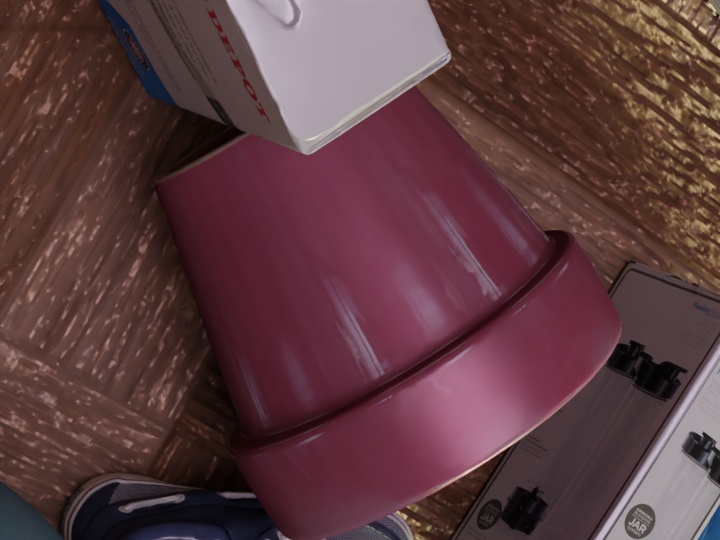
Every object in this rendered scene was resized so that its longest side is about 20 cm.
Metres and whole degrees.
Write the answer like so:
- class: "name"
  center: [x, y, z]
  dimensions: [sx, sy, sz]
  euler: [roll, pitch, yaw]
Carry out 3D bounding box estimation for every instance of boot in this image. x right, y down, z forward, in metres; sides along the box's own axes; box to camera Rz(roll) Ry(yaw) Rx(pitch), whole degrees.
- class: "boot"
  center: [-0.048, 0.150, 0.997]
  dimensions: [0.198, 0.090, 0.073]
  euler: [7, 98, -27]

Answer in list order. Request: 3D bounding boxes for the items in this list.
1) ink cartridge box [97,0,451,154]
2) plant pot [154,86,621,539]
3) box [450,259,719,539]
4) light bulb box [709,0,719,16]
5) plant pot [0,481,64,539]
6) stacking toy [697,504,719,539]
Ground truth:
- class: "ink cartridge box"
  center: [-0.061, -0.144, 0.864]
  dimensions: [0.084, 0.200, 0.145]
  euler: [-33, 114, -15]
- class: "plant pot"
  center: [0.000, 0.000, 0.943]
  dimensions: [0.199, 0.200, 0.180]
  euler: [-33, 98, -16]
- class: "box"
  center: [0.143, 0.102, 1.066]
  dimensions: [0.060, 0.116, 0.201]
  euler: [35, 84, -28]
- class: "light bulb box"
  center: [0.272, -0.226, 1.051]
  dimensions: [0.200, 0.125, 0.199]
  euler: [-46, 116, -11]
- class: "plant pot"
  center: [-0.194, 0.179, 0.868]
  dimensions: [0.187, 0.200, 0.201]
  euler: [32, 87, -26]
- class: "stacking toy"
  center: [0.239, 0.168, 1.146]
  dimensions: [0.199, 0.110, 0.117]
  euler: [24, 106, -39]
